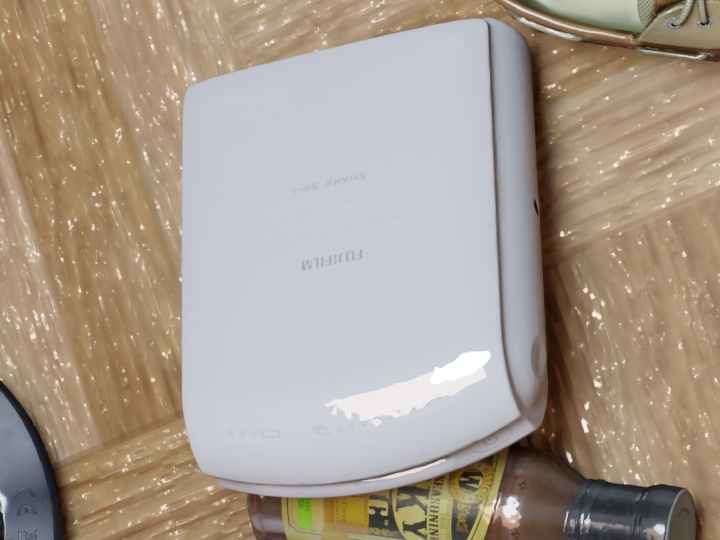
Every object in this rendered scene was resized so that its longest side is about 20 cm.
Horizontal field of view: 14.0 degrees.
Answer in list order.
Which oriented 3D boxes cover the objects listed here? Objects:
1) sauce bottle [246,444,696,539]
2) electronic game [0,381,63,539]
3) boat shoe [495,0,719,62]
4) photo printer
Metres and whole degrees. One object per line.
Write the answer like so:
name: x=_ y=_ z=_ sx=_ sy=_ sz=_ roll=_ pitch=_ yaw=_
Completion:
sauce bottle: x=0.049 y=0.104 z=1.296 sx=0.199 sy=0.065 sz=0.065 roll=4 pitch=90 yaw=24
electronic game: x=-0.234 y=0.131 z=1.439 sx=0.199 sy=0.042 sz=0.201 roll=-2 pitch=86 yaw=25
boat shoe: x=0.141 y=-0.120 z=1.247 sx=0.199 sy=0.074 sz=0.076 roll=3 pitch=98 yaw=29
photo printer: x=0.000 y=0.000 z=1.285 sx=0.166 sy=0.069 sz=0.201 roll=-11 pitch=64 yaw=21
